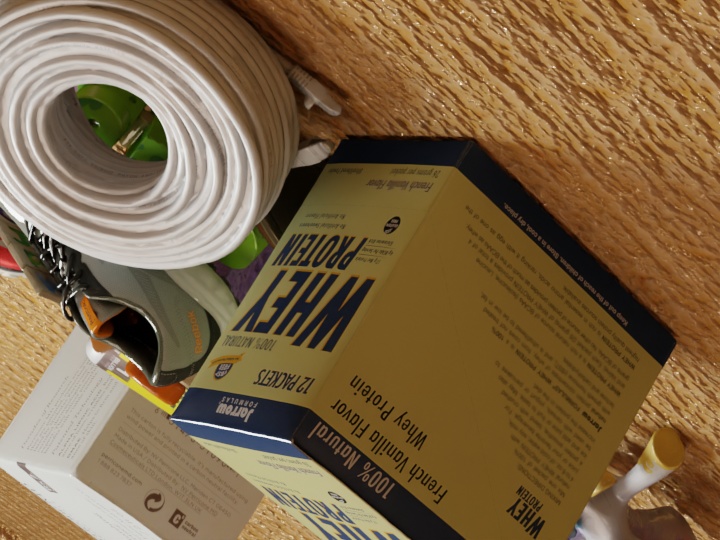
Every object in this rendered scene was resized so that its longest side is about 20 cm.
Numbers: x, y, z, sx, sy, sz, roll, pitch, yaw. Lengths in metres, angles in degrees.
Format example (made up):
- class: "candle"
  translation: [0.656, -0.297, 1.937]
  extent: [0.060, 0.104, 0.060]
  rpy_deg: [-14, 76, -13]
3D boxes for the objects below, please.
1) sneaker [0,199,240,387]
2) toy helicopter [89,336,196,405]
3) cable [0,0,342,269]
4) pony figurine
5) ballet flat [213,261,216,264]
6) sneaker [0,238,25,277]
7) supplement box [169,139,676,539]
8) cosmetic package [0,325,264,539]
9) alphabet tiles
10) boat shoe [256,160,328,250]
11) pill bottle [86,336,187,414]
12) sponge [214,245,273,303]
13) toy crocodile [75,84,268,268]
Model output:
- class: "sneaker"
  translation: [-0.164, -0.007, 1.475]
  extent: [0.200, 0.079, 0.074]
  rpy_deg: [40, 139, 12]
- class: "toy helicopter"
  translation: [-0.143, 0.042, 1.650]
  extent: [0.132, 0.079, 0.200]
  rpy_deg: [38, 179, -20]
- class: "cable"
  translation: [-0.135, -0.087, 1.369]
  extent: [0.200, 0.069, 0.200]
  rpy_deg: [42, 131, -16]
- class: "pony figurine"
  translation: [0.177, 0.192, 1.636]
  extent: [0.194, 0.166, 0.200]
  rpy_deg: [68, 160, -6]
- class: "ballet flat"
  translation: [-0.048, 0.017, 1.662]
  extent: [0.200, 0.072, 0.072]
  rpy_deg: [38, 162, -19]
- class: "sneaker"
  translation: [-0.308, -0.065, 1.854]
  extent: [0.199, 0.077, 0.085]
  rpy_deg: [35, 158, -9]
- class: "supplement box"
  translation: [0.039, 0.063, 1.376]
  extent: [0.200, 0.201, 0.134]
  rpy_deg: [41, 161, -29]
- class: "cosmetic package"
  translation: [-0.186, 0.148, 2.073]
  extent: [0.165, 0.166, 0.200]
  rpy_deg: [40, 162, -22]
- class: "alphabet tiles"
  translation: [-0.159, 0.009, 1.600]
  extent: [0.199, 0.008, 0.167]
  rpy_deg: [24, -166, -35]
- class: "boat shoe"
  translation: [0.000, 0.000, 1.491]
  extent: [0.200, 0.072, 0.068]
  rpy_deg: [39, 161, -20]
- class: "pill bottle"
  translation: [-0.102, 0.073, 1.812]
  extent: [0.199, 0.110, 0.109]
  rpy_deg: [34, 163, -7]
- class: "sponge"
  translation: [-0.023, 0.044, 1.587]
  extent: [0.200, 0.112, 0.030]
  rpy_deg: [43, 162, -33]
- class: "toy crocodile"
  translation: [-0.129, -0.080, 1.468]
  extent: [0.199, 0.068, 0.062]
  rpy_deg: [37, 131, -14]
